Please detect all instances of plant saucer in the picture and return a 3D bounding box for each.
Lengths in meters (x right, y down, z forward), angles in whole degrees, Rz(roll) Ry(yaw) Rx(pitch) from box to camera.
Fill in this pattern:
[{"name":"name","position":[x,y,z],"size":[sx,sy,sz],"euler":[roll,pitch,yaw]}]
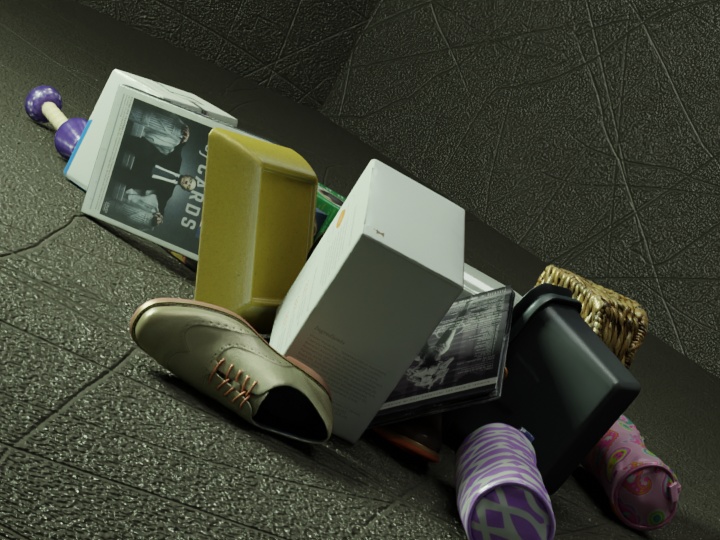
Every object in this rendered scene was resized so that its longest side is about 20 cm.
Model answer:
[{"name":"plant saucer","position":[-0.097,-0.033,1.602],"size":[0.048,0.202,0.200],"euler":[5,-1,22]}]

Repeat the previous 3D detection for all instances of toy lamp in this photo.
[{"name":"toy lamp","position":[-0.381,-0.186,2.018],"size":[0.058,0.059,0.200],"euler":[23,11,-35]}]

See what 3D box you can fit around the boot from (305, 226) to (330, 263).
[{"name":"boot","position":[0.000,0.000,1.621],"size":[0.075,0.097,0.201],"euler":[43,-30,21]}]

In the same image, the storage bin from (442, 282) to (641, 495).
[{"name":"storage bin","position":[0.186,0.133,1.636],"size":[0.134,0.200,0.145],"euler":[44,14,26]}]

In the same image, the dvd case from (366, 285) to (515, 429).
[{"name":"dvd case","position":[0.076,0.085,1.558],"size":[0.200,0.148,0.016],"euler":[-71,142,-61]}]

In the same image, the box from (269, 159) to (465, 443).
[{"name":"box","position":[0.003,0.028,1.462],"size":[0.106,0.201,0.153],"euler":[28,28,-11]}]

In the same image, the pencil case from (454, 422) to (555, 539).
[{"name":"pencil case","position":[0.129,0.202,1.416],"size":[0.086,0.084,0.200],"euler":[52,9,-6]}]

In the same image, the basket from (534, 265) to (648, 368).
[{"name":"basket","position":[0.256,0.120,1.806],"size":[0.148,0.201,0.143],"euler":[23,8,-36]}]

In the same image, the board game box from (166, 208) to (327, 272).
[{"name":"board game box","position":[-0.145,-0.054,1.772],"size":[0.199,0.136,0.035],"euler":[34,10,30]}]

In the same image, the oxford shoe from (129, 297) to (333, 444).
[{"name":"oxford shoe","position":[-0.104,0.086,1.341],"size":[0.199,0.071,0.074],"euler":[26,12,-18]}]

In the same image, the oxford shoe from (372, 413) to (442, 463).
[{"name":"oxford shoe","position":[0.050,0.130,1.565],"size":[0.071,0.073,0.200],"euler":[27,9,-16]}]

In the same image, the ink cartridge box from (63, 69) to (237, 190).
[{"name":"ink cartridge box","position":[-0.254,-0.151,1.935],"size":[0.084,0.147,0.200],"euler":[30,8,20]}]

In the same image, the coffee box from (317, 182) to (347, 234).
[{"name":"coffee box","position":[-0.035,-0.068,1.949],"size":[0.199,0.044,0.123],"euler":[31,10,-7]}]

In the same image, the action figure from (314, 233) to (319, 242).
[{"name":"action figure","position":[-0.135,-0.028,1.836],"size":[0.199,0.119,0.054],"euler":[26,17,38]}]

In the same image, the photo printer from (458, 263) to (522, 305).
[{"name":"photo printer","position":[0.083,0.064,1.758],"size":[0.199,0.167,0.070],"euler":[30,28,-3]}]

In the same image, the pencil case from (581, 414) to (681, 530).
[{"name":"pencil case","position":[0.304,0.224,1.810],"size":[0.087,0.088,0.200],"euler":[27,10,-11]}]

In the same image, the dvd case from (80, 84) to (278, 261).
[{"name":"dvd case","position":[-0.198,-0.099,1.708],"size":[0.199,0.151,0.025],"euler":[22,9,20]}]
